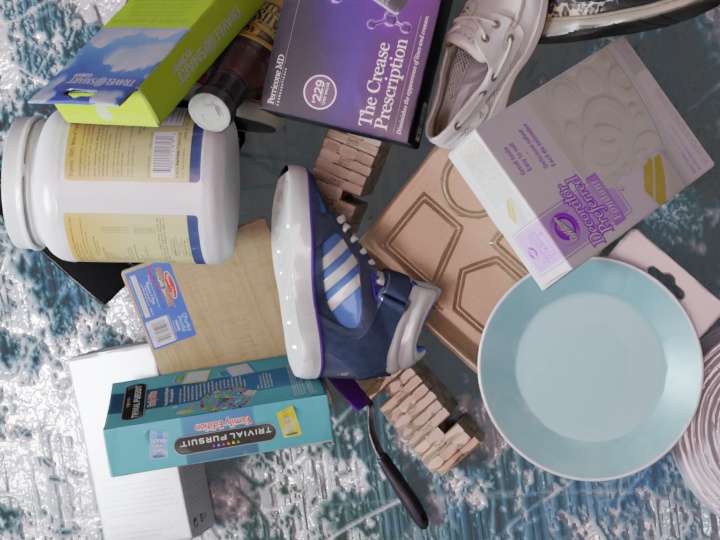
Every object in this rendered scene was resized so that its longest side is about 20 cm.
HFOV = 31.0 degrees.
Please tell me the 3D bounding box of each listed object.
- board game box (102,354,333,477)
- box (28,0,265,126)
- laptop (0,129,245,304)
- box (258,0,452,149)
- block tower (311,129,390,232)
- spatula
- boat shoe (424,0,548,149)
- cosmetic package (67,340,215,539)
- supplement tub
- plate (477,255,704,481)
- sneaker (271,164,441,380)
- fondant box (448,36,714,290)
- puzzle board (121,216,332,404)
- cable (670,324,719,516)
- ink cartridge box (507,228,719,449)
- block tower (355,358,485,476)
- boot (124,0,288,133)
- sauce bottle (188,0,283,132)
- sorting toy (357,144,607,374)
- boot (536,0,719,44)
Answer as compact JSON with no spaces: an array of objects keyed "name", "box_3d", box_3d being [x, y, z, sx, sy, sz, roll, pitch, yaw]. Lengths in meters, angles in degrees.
[{"name":"board game box","box_3d":[-0.132,0.130,1.205,0.198,0.151,0.047,-9,102,-6]},{"name":"box","box_3d":[-0.184,-0.193,1.140,0.121,0.200,0.048,6,138,37]},{"name":"laptop","box_3d":[-0.246,-0.104,1.281,0.177,0.200,0.103,39,147,8]},{"name":"box","box_3d":[0.004,-0.222,1.152,0.140,0.079,0.201,14,94,10]},{"name":"block tower","box_3d":[0.004,-0.137,1.235,0.057,0.054,0.201,22,101,10]},{"name":"spatula","box_3d":[0.018,0.167,1.277,0.020,0.056,0.201,-23,97,29]},{"name":"boat shoe","box_3d":[0.109,-0.202,1.159,0.071,0.069,0.201,28,107,41]},{"name":"cosmetic package","box_3d":[-0.222,0.174,1.323,0.101,0.074,0.202,-9,91,14]},{"name":"supplement tub","box_3d":[-0.216,-0.079,1.198,0.198,0.144,0.146,2,96,2]},{"name":"plate","box_3d":[0.204,0.087,1.158,0.199,0.026,0.202,1,95,14]},{"name":"sneaker","box_3d":[0.000,0.000,1.199,0.145,0.081,0.202,-4,83,-19]},{"name":"fondant box","box_3d":[0.196,-0.096,1.136,0.199,0.058,0.145,-33,86,-28]},{"name":"puzzle board","box_3d":[-0.130,0.066,1.280,0.150,0.017,0.201,-21,101,-4]},{"name":"cable","box_3d":[0.376,0.140,1.168,0.199,0.069,0.201,29,102,10]},{"name":"ink cartridge box","box_3d":[0.229,0.068,1.198,0.116,0.068,0.200,42,104,7]},{"name":"block tower","box_3d":[0.035,0.105,1.259,0.058,0.054,0.200,-43,85,13]},{"name":"boot","box_3d":[-0.147,-0.222,1.260,0.199,0.072,0.145,20,81,8]},{"name":"sauce bottle","box_3d":[-0.100,-0.199,1.190,0.066,0.201,0.066,10,133,11]},{"name":"sorting toy","box_3d":[0.118,-0.030,1.238,0.185,0.036,0.200,41,99,7]},{"name":"boot","box_3d":[0.218,-0.285,1.148,0.199,0.073,0.152,-3,92,40]}]
